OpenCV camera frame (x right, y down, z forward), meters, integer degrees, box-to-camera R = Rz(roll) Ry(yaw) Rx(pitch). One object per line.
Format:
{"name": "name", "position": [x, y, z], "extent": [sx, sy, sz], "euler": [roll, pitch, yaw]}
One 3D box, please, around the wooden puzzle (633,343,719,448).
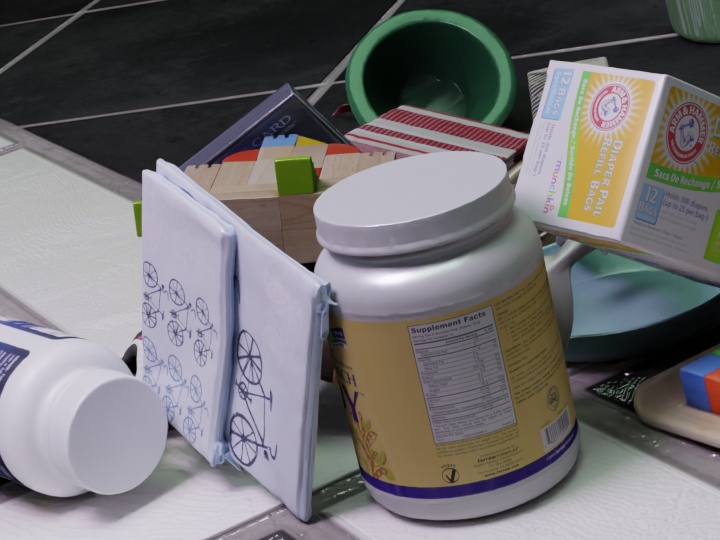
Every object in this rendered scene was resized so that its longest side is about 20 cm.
{"name": "wooden puzzle", "position": [0.298, 0.064, 1.250], "extent": [0.185, 0.046, 0.200], "euler": [-23, 22, -24]}

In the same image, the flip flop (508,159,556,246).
{"name": "flip flop", "position": [0.114, -0.036, 1.576], "extent": [0.200, 0.081, 0.058], "euler": [-23, 13, -13]}

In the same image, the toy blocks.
{"name": "toy blocks", "position": [-0.047, -0.053, 1.401], "extent": [0.200, 0.100, 0.137], "euler": [-3, 22, 6]}

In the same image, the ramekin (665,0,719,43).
{"name": "ramekin", "position": [0.410, -0.312, 2.088], "extent": [0.200, 0.098, 0.200], "euler": [-12, 21, 4]}

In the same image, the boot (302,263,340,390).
{"name": "boot", "position": [0.000, 0.000, 1.415], "extent": [0.166, 0.072, 0.200], "euler": [20, 46, 15]}

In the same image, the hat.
{"name": "hat", "position": [0.070, -0.153, 2.004], "extent": [0.166, 0.176, 0.200], "euler": [-17, 60, -5]}

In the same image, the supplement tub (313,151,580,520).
{"name": "supplement tub", "position": [0.052, 0.040, 1.248], "extent": [0.145, 0.200, 0.145], "euler": [-12, 20, 5]}

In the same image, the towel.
{"name": "towel", "position": [0.065, -0.108, 1.792], "extent": [0.144, 0.023, 0.200], "euler": [16, 21, 18]}

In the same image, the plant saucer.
{"name": "plant saucer", "position": [0.186, 0.020, 1.451], "extent": [0.200, 0.036, 0.200], "euler": [-11, 21, 4]}

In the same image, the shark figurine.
{"name": "shark figurine", "position": [0.181, -0.019, 1.407], "extent": [0.128, 0.090, 0.214], "euler": [-42, 1, 22]}

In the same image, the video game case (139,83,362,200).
{"name": "video game case", "position": [-0.057, -0.048, 1.523], "extent": [0.143, 0.200, 0.019], "euler": [-37, 50, 10]}

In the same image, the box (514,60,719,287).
{"name": "box", "position": [0.208, -0.057, 1.300], "extent": [0.200, 0.113, 0.101], "euler": [15, 0, -42]}

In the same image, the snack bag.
{"name": "snack bag", "position": [-0.087, 0.050, 1.293], "extent": [0.021, 0.189, 0.200], "euler": [-17, 36, -34]}

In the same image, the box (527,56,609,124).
{"name": "box", "position": [0.197, -0.129, 1.788], "extent": [0.082, 0.068, 0.200], "euler": [-12, 20, 6]}

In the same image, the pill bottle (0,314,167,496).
{"name": "pill bottle", "position": [-0.225, 0.098, 1.402], "extent": [0.111, 0.111, 0.200], "euler": [-28, 24, -33]}

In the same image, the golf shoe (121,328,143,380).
{"name": "golf shoe", "position": [-0.118, 0.086, 1.438], "extent": [0.092, 0.073, 0.200], "euler": [-36, 24, -8]}
